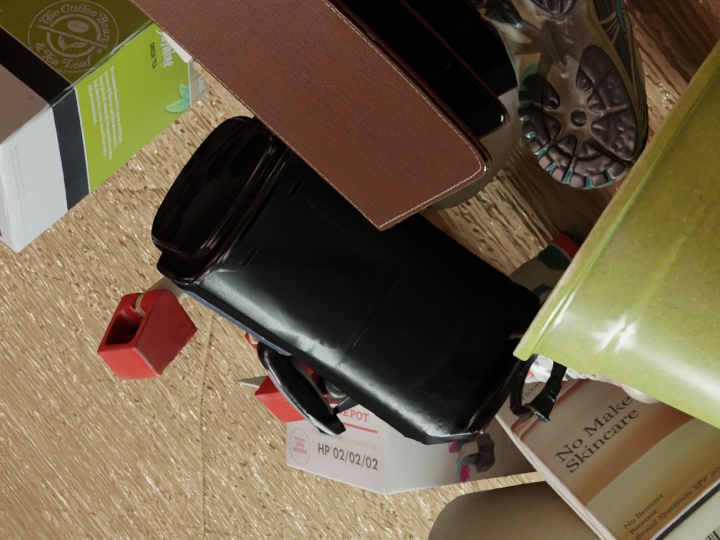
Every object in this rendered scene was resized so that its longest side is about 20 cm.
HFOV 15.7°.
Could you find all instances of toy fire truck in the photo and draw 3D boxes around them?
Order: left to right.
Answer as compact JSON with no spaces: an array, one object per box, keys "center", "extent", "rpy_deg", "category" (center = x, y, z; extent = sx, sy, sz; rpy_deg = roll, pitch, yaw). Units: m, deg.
[{"center":[-0.055,0.017,1.618],"extent":[0.141,0.200,0.049],"rpy_deg":[46,152,-21],"category":"toy fire truck"}]

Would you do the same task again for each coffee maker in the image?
[{"center":[0.000,0.000,1.511],"extent":[0.200,0.135,0.192],"rpy_deg":[35,153,-26],"category":"coffee maker"}]

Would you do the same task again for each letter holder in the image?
[{"center":[-0.005,-0.136,1.377],"extent":[0.200,0.101,0.142],"rpy_deg":[42,154,-10],"category":"letter holder"}]

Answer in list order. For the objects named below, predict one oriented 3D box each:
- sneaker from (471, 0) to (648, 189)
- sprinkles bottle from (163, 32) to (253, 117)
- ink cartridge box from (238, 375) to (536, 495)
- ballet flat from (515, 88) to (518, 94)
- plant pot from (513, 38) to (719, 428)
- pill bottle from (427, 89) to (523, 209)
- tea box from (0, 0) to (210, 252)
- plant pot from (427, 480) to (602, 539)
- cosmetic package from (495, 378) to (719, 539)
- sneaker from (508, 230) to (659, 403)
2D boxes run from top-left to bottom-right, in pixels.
[{"center":[0.104,-0.141,1.389],"extent":[0.078,0.086,0.200],"rpy_deg":[-13,89,20],"category":"sneaker"},{"center":[-0.041,-0.103,1.716],"extent":[0.200,0.068,0.068],"rpy_deg":[49,155,-4],"category":"sprinkles bottle"},{"center":[0.029,0.102,1.742],"extent":[0.115,0.200,0.068],"rpy_deg":[10,102,53],"category":"ink cartridge box"},{"center":[0.077,-0.186,1.439],"extent":[0.067,0.046,0.200],"rpy_deg":[-111,-1,-64],"category":"ballet flat"},{"center":[0.211,0.010,1.357],"extent":[0.184,0.200,0.200],"rpy_deg":[33,154,4],"category":"plant pot"},{"center":[-0.004,-0.127,1.568],"extent":[0.200,0.111,0.111],"rpy_deg":[32,151,31],"category":"pill bottle"},{"center":[-0.241,-0.159,1.804],"extent":[0.200,0.197,0.134],"rpy_deg":[37,154,20],"category":"tea box"},{"center":[0.174,0.206,1.682],"extent":[0.200,0.187,0.187],"rpy_deg":[-23,110,34],"category":"plant pot"},{"center":[0.175,0.120,1.564],"extent":[0.087,0.103,0.200],"rpy_deg":[50,176,-30],"category":"cosmetic package"},{"center":[0.123,0.047,1.558],"extent":[0.070,0.093,0.200],"rpy_deg":[55,-179,-23],"category":"sneaker"}]
